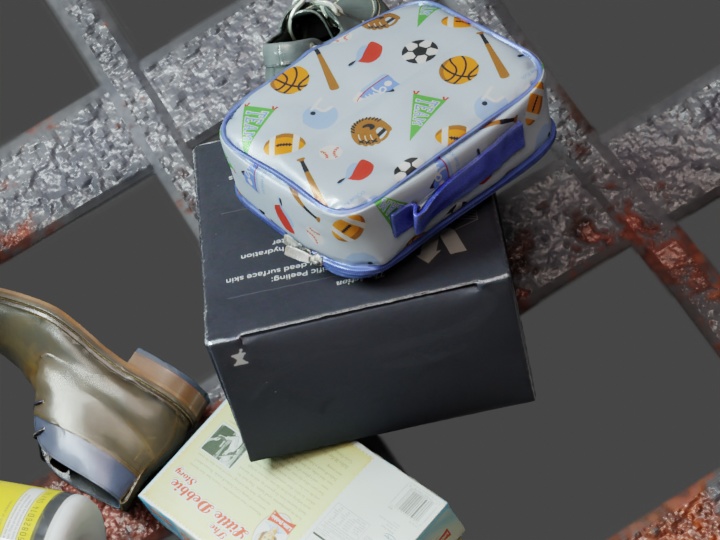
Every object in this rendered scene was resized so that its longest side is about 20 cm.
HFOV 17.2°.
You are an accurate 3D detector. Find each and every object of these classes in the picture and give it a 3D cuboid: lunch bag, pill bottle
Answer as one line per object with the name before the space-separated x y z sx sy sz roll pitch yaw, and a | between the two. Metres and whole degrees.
lunch bag | 0.018 -0.082 1.511 0.200 0.076 0.160 -37 49 -23
pill bottle | -0.274 0.188 1.558 0.198 0.112 0.113 8 66 13

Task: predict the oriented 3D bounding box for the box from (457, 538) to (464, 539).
box | 0.073 0.237 1.514 0.199 0.048 0.118 17 68 15

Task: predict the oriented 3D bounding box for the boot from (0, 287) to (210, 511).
boot | -0.211 0.084 1.619 0.199 0.075 0.097 23 67 17

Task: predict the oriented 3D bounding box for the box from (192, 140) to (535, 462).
box | 0.000 0.000 1.569 0.195 0.118 0.201 -12 41 4

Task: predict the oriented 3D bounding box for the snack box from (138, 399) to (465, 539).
snack box | -0.041 0.156 1.545 0.116 0.037 0.200 -47 48 -14

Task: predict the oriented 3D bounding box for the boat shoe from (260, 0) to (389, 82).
boat shoe | -0.022 -0.163 1.662 0.072 0.062 0.200 -7 24 21
